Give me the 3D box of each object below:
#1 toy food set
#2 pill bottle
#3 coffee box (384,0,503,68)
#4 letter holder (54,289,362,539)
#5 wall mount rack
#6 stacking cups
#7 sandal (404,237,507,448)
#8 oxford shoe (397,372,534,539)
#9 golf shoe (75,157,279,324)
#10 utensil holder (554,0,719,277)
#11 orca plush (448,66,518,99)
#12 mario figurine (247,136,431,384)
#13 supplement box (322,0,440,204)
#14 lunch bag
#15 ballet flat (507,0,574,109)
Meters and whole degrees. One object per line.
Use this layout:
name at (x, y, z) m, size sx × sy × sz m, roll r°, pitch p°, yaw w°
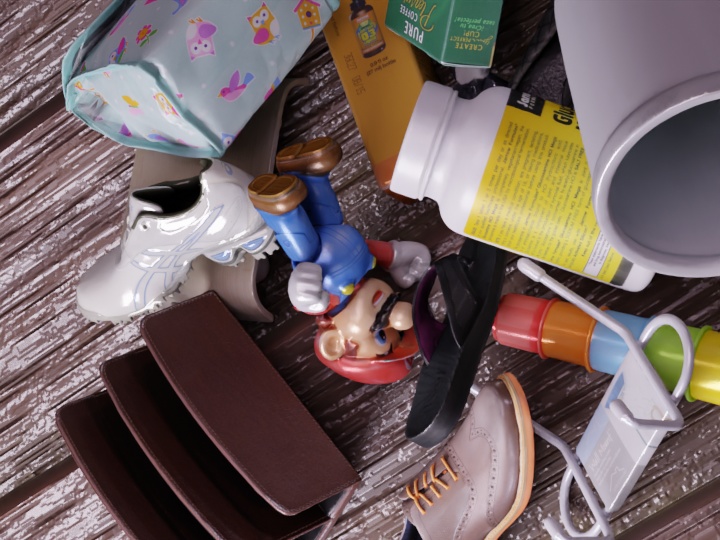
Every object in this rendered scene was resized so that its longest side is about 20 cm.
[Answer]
toy food set at (-0.116, -0.062, 1.492) m, size 0.143 × 0.060 × 0.201 m, roll 4°, pitch 82°, yaw 34°
pill bottle at (0.128, -0.067, 1.322) m, size 0.200 × 0.112 × 0.113 m, roll 19°, pitch 89°, yaw 2°
coffee box at (0.072, -0.258, 1.323) m, size 0.123 × 0.044 × 0.200 m, roll -137°, pitch 53°, yaw -61°
letter holder at (-0.124, 0.136, 1.394) m, size 0.200 × 0.142 × 0.101 m, roll 50°, pitch 137°, yaw 21°
wall mount rack at (0.153, 0.094, 1.309) m, size 0.200 × 0.074 × 0.174 m, roll -66°, pitch 32°, yaw 32°
stacking cups at (0.196, 0.056, 1.344) m, size 0.200 × 0.060 × 0.061 m, roll 13°, pitch 87°, yaw 29°
sandal at (0.065, 0.036, 1.345) m, size 0.075 × 0.048 × 0.201 m, roll -42°, pitch 23°, yaw 47°
oxford shoe at (0.071, 0.160, 1.312) m, size 0.071 × 0.073 × 0.200 m, roll -121°, pitch 38°, yaw -49°
golf shoe at (-0.158, -0.031, 1.409) m, size 0.200 × 0.097 × 0.078 m, roll -28°, pitch 42°, yaw 24°
utensil holder at (0.221, -0.125, 1.209) m, size 0.170 × 0.170 × 0.200 m, roll -24°, pitch 46°, yaw 17°
orca plush at (0.096, -0.234, 1.420) m, size 0.105 × 0.071 × 0.200 m, roll -13°, pitch 97°, yaw 27°
mario figurine at (0.000, 0.000, 1.369) m, size 0.123 × 0.200 × 0.106 m, roll -31°, pitch 29°, yaw -9°
supplement box at (0.022, -0.157, 1.439) m, size 0.066 × 0.069 × 0.200 m, roll -24°, pitch 75°, yaw 16°
lunch bag at (-0.139, -0.182, 1.438) m, size 0.170 × 0.122 × 0.200 m, roll -52°, pitch 27°, yaw -18°
ballet flat at (0.139, -0.134, 1.383) m, size 0.066 × 0.057 × 0.200 m, roll 22°, pitch 99°, yaw 9°
